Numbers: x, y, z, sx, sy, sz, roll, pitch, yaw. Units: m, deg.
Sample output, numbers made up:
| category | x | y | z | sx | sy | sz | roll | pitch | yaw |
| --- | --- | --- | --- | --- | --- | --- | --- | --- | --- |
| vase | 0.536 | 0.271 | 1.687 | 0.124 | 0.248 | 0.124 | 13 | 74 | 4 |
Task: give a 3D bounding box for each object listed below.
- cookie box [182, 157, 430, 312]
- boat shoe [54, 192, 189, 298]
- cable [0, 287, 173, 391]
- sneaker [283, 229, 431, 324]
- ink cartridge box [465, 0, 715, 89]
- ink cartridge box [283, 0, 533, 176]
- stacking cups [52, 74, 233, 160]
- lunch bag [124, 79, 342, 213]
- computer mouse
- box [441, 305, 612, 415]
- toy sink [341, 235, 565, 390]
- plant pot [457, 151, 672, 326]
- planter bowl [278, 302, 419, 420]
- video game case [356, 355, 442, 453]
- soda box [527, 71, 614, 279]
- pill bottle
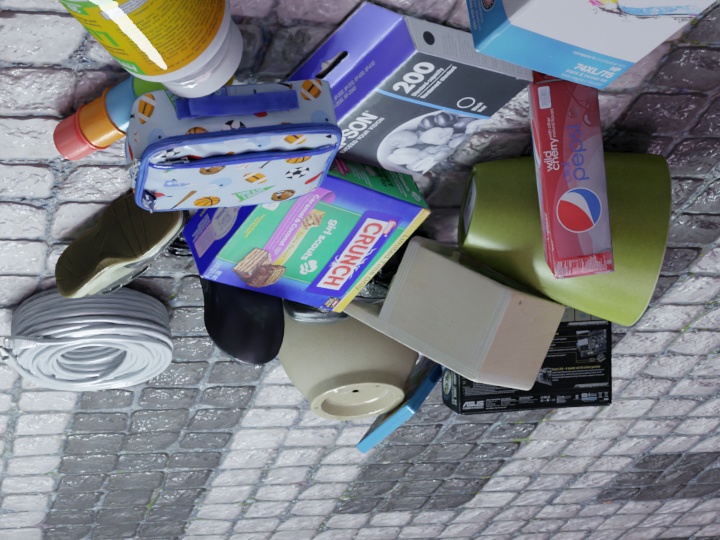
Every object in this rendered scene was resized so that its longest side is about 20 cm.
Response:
| category | x | y | z | sx | sy | sz | roll | pitch | yaw |
| --- | --- | --- | --- | --- | --- | --- | --- | --- | --- |
| cookie box | -0.056 | -0.052 | 1.662 | 0.199 | 0.076 | 0.171 | 15 | 128 | -41 |
| boat shoe | -0.250 | -0.029 | 1.714 | 0.200 | 0.072 | 0.066 | -32 | 159 | 33 |
| cable | -0.326 | 0.085 | 1.915 | 0.198 | 0.070 | 0.200 | -9 | 155 | 0 |
| sneaker | 0.000 | 0.000 | 1.837 | 0.197 | 0.077 | 0.115 | -13 | 152 | 2 |
| ink cartridge box | 0.194 | -0.270 | 1.262 | 0.145 | 0.148 | 0.200 | 11 | 149 | -33 |
| ink cartridge box | 0.033 | -0.170 | 1.537 | 0.198 | 0.044 | 0.198 | 11 | 148 | -32 |
| stacking cups | -0.210 | -0.161 | 1.477 | 0.199 | 0.061 | 0.060 | -20 | 152 | 33 |
| lunch bag | -0.121 | -0.115 | 1.448 | 0.198 | 0.076 | 0.160 | -8 | 162 | -17 |
| computer mouse | -0.133 | 0.016 | 1.710 | 0.137 | 0.201 | 0.053 | 10 | 128 | -29 |
| box | 0.202 | 0.085 | 1.945 | 0.198 | 0.166 | 0.086 | -3 | -173 | -12 |
| toy sink | 0.102 | 0.036 | 1.744 | 0.199 | 0.113 | 0.130 | 27 | -173 | 35 |
| plant pot | 0.210 | -0.050 | 1.709 | 0.198 | 0.189 | 0.188 | 10 | 152 | -5 |
| planter bowl | -0.011 | 0.105 | 1.974 | 0.198 | 0.136 | 0.201 | -7 | 155 | -3 |
| video game case | 0.079 | 0.140 | 2.045 | 0.018 | 0.200 | 0.143 | 42 | 141 | -2 |
| soda box | 0.207 | -0.098 | 1.568 | 0.063 | 0.202 | 0.070 | -8 | -163 | 0 |
| pill bottle | -0.172 | -0.223 | 1.287 | 0.110 | 0.112 | 0.200 | -16 | 153 | 15 |
